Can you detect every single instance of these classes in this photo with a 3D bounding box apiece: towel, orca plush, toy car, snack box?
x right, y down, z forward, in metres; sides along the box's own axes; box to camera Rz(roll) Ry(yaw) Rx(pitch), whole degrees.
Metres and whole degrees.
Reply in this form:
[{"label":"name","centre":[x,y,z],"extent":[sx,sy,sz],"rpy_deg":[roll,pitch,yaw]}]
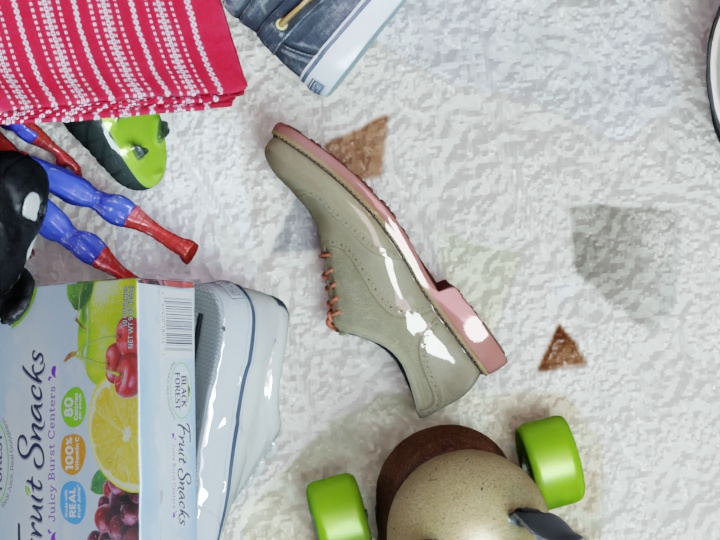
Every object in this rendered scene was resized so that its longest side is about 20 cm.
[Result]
[{"label":"towel","centre":[-0.158,-0.160,1.319],"extent":[0.199,0.022,0.146],"rpy_deg":[-9,81,-46]},{"label":"orca plush","centre":[-0.257,-0.001,1.276],"extent":[0.199,0.071,0.105],"rpy_deg":[-35,69,-10]},{"label":"toy car","centre":[0.065,0.165,1.276],"extent":[0.163,0.200,0.159],"rpy_deg":[-15,86,-4]},{"label":"snack box","centre":[-0.161,0.109,1.304],"extent":[0.142,0.053,0.202],"rpy_deg":[-6,83,41]}]

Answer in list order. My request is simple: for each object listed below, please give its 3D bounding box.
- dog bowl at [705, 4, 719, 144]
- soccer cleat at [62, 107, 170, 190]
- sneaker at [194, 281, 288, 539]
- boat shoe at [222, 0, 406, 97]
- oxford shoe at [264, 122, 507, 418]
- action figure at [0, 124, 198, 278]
[{"label":"dog bowl","centre":[0.303,-0.115,1.379],"extent":[0.199,0.074,0.202],"rpy_deg":[0,86,-4]},{"label":"soccer cleat","centre":[-0.187,-0.132,1.360],"extent":[0.081,0.068,0.201],"rpy_deg":[-24,102,33]},{"label":"sneaker","centre":[-0.083,0.108,1.332],"extent":[0.071,0.073,0.201],"rpy_deg":[7,102,-41]},{"label":"boat shoe","centre":[0.007,-0.209,1.369],"extent":[0.091,0.071,0.201],"rpy_deg":[39,85,-1]},{"label":"oxford shoe","centre":[0.000,0.000,1.353],"extent":[0.075,0.070,0.200],"rpy_deg":[-40,87,0]},{"label":"action figure","centre":[-0.195,-0.048,1.356],"extent":[0.199,0.052,0.066],"rpy_deg":[35,79,5]}]
